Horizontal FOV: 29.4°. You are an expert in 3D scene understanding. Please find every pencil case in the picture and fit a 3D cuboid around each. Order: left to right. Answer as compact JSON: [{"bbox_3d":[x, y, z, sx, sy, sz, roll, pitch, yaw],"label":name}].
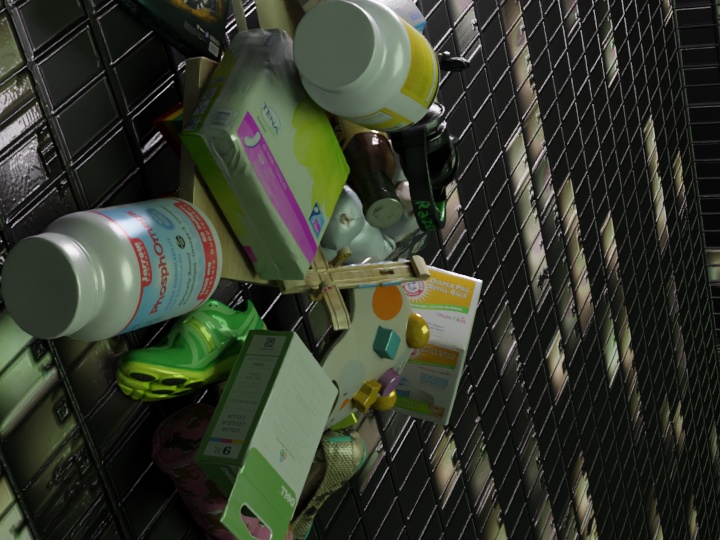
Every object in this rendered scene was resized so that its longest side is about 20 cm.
[{"bbox_3d":[-0.137,0.220,1.364,0.087,0.082,0.202,-48,135,-29],"label":"pencil case"}]

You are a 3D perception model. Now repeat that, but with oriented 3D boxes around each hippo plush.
[{"bbox_3d":[-0.036,-0.060,1.554,0.160,0.160,0.201,-12,144,-45],"label":"hippo plush"}]

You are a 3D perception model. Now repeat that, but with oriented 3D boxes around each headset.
[{"bbox_3d":[0.081,-0.141,1.475,0.124,0.092,0.203,63,20,-59],"label":"headset"}]

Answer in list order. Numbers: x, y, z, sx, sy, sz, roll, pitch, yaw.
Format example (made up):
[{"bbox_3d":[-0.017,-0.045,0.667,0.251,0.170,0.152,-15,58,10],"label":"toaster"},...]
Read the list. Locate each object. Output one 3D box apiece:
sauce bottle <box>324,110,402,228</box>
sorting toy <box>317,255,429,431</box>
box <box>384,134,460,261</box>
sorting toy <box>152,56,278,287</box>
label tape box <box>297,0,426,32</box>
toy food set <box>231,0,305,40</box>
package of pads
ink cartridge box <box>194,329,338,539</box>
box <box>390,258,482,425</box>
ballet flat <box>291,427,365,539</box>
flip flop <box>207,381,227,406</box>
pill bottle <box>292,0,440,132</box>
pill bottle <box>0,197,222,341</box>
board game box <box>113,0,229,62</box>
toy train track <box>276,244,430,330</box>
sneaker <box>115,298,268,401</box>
[{"bbox_3d":[0.002,-0.128,1.465,0.201,0.065,0.066,-108,173,-46],"label":"sauce bottle"},{"bbox_3d":[-0.023,0.117,1.475,0.180,0.106,0.202,-40,160,-54],"label":"sorting toy"},{"bbox_3d":[0.052,-0.078,1.720,0.200,0.043,0.162,-39,150,-58],"label":"box"},{"bbox_3d":[-0.139,-0.091,1.375,0.198,0.069,0.204,11,81,-63],"label":"sorting toy"},{"bbox_3d":[0.010,-0.272,1.498,0.201,0.063,0.144,56,28,-3],"label":"label tape box"},{"bbox_3d":[-0.079,-0.273,1.524,0.199,0.060,0.146,-13,91,-65],"label":"toy food set"},{"bbox_3d":[-0.085,-0.114,1.330,0.201,0.067,0.156,64,37,-42],"label":"package of pads"},{"bbox_3d":[-0.095,0.167,1.290,0.104,0.059,0.202,57,43,-44],"label":"ink cartridge box"},{"bbox_3d":[0.077,0.090,1.694,0.201,0.111,0.102,97,9,-57],"label":"box"},{"bbox_3d":[-0.069,0.235,1.466,0.074,0.201,0.068,6,46,-35],"label":"ballet flat"},{"bbox_3d":[-0.117,0.134,1.434,0.081,0.057,0.203,-46,130,-54],"label":"flip flop"},{"bbox_3d":[0.004,-0.199,1.322,0.200,0.110,0.114,6,84,-74],"label":"pill bottle"},{"bbox_3d":[-0.212,0.000,1.181,0.199,0.107,0.111,-19,107,-62],"label":"pill bottle"},{"bbox_3d":[-0.186,-0.298,1.321,0.200,0.028,0.137,35,59,-59],"label":"board game box"},{"bbox_3d":[0.000,0.000,1.441,0.198,0.033,0.116,-5,62,-40],"label":"toy train track"},{"bbox_3d":[-0.166,0.073,1.326,0.199,0.074,0.085,-12,77,-53],"label":"sneaker"}]
